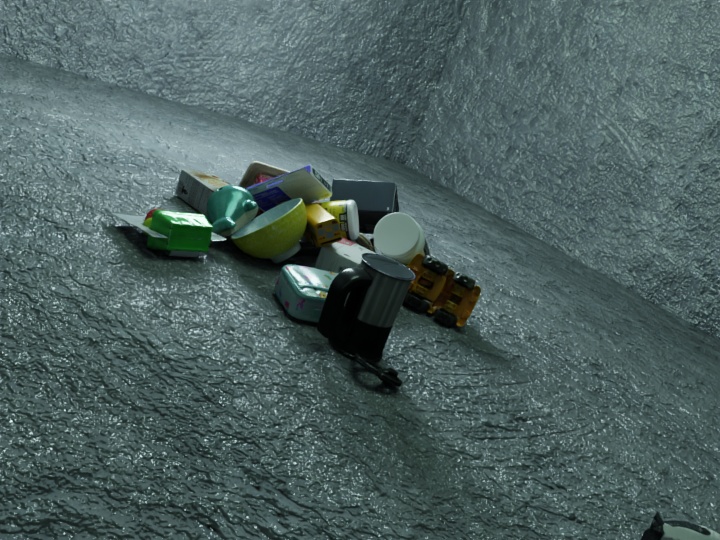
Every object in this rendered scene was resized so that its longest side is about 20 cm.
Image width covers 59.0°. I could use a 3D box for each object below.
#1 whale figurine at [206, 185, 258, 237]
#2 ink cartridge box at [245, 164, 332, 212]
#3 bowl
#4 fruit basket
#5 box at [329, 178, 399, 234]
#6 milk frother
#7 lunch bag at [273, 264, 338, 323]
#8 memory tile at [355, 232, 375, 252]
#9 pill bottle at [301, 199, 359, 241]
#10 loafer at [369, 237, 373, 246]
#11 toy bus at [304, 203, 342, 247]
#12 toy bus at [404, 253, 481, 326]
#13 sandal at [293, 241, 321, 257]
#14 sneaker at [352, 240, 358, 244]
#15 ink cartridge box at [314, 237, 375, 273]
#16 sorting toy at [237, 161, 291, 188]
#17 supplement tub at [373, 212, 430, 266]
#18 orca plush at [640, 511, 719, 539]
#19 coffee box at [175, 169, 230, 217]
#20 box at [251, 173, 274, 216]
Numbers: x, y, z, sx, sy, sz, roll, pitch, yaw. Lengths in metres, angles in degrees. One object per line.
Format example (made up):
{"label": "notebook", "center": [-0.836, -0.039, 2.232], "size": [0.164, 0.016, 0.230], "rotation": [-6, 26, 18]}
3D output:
{"label": "whale figurine", "center": [-0.334, -0.146, 1.582], "size": [0.159, 0.104, 0.200], "rotation": [-19, 23, 12]}
{"label": "ink cartridge box", "center": [-0.203, -0.223, 1.731], "size": [0.200, 0.197, 0.044], "rotation": [37, 37, -66]}
{"label": "bowl", "center": [-0.206, -0.084, 1.565], "size": [0.108, 0.200, 0.200], "rotation": [62, 8, -16]}
{"label": "fruit basket", "center": [-0.433, -0.092, 1.433], "size": [0.200, 0.094, 0.185], "rotation": [15, 9, 41]}
{"label": "box", "center": [0.016, -0.196, 1.994], "size": [0.199, 0.105, 0.182], "rotation": [4, -19, 7]}
{"label": "milk frother", "center": [0.039, 0.095, 1.219], "size": [0.200, 0.189, 0.180], "rotation": [30, 19, 25]}
{"label": "lunch bag", "center": [-0.075, 0.059, 1.379], "size": [0.199, 0.077, 0.160], "rotation": [11, 20, -31]}
{"label": "memory tile", "center": [-0.023, -0.106, 1.906], "size": [0.200, 0.017, 0.153], "rotation": [40, -7, 32]}
{"label": "pill bottle", "center": [-0.109, -0.135, 1.781], "size": [0.199, 0.113, 0.112], "rotation": [-4, 15, 7]}
{"label": "loafer", "center": [0.095, -0.104, 1.962], "size": [0.073, 0.071, 0.200], "rotation": [19, -20, -31]}
{"label": "toy bus", "center": [-0.109, -0.115, 1.620], "size": [0.065, 0.079, 0.200], "rotation": [-18, 24, -14]}
{"label": "toy bus", "center": [0.216, 0.056, 1.691], "size": [0.200, 0.136, 0.192], "rotation": [28, 2, 14]}
{"label": "sandal", "center": [-0.122, -0.069, 1.703], "size": [0.200, 0.076, 0.043], "rotation": [-3, 68, -53]}
{"label": "sneaker", "center": [-0.092, -0.101, 1.892], "size": [0.200, 0.085, 0.073], "rotation": [38, -6, -15]}
{"label": "ink cartridge box", "center": [0.000, 0.000, 1.635], "size": [0.199, 0.083, 0.146], "rotation": [25, 19, 12]}
{"label": "sorting toy", "center": [-0.275, -0.258, 1.956], "size": [0.199, 0.185, 0.037], "rotation": [11, 55, -27]}
{"label": "supplement tub", "center": [0.115, -0.063, 1.760], "size": [0.140, 0.141, 0.200], "rotation": [28, -11, 21]}
{"label": "orca plush", "center": [0.521, 0.446, 0.991], "size": [0.199, 0.071, 0.106], "rotation": [15, 62, -8]}
{"label": "coffee box", "center": [-0.410, -0.204, 1.771], "size": [0.200, 0.080, 0.114], "rotation": [33, 21, 34]}
{"label": "box", "center": [-0.229, -0.205, 1.914], "size": [0.199, 0.096, 0.100], "rotation": [12, 48, -28]}
